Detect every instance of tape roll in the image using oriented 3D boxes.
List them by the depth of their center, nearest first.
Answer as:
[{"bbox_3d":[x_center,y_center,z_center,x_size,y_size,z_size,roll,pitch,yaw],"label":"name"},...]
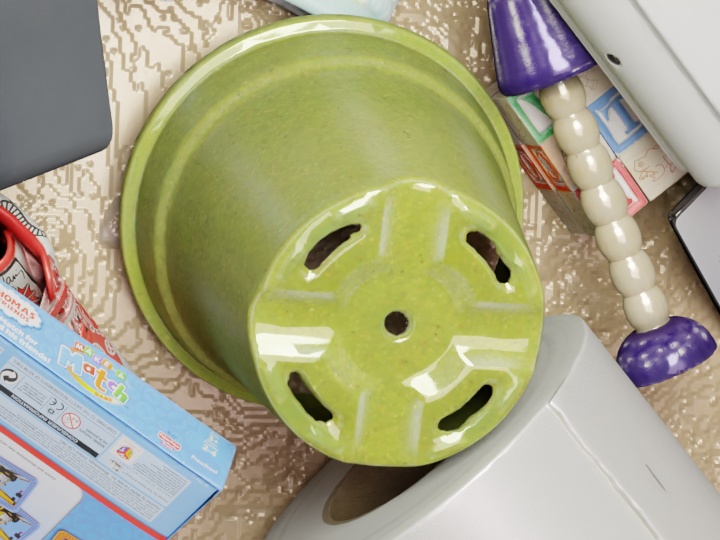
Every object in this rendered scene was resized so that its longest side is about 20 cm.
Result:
[{"bbox_3d":[0.066,0.135,1.362,0.203,0.203,0.139,-41,100,-8],"label":"tape roll"}]

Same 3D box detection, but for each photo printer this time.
[{"bbox_3d":[0.155,-0.165,1.334,0.200,0.069,0.166,51,63,-24],"label":"photo printer"}]

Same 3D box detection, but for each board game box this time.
[{"bbox_3d":[-0.175,0.103,1.327,0.151,0.037,0.200,36,124,-13],"label":"board game box"}]

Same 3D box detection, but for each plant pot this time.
[{"bbox_3d":[0.000,0.000,1.325,0.200,0.184,0.201,-4,108,-11],"label":"plant pot"}]

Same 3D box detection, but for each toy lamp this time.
[{"bbox_3d":[0.112,-0.046,1.376,0.058,0.058,0.200,-26,102,-11],"label":"toy lamp"}]

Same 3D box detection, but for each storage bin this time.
[{"bbox_3d":[-0.207,-0.071,1.249,0.134,0.200,0.146,-18,105,-50],"label":"storage bin"}]

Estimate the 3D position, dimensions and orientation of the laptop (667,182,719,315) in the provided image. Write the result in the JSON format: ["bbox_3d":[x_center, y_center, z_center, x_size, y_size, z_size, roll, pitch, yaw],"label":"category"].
[{"bbox_3d":[0.281,-0.014,1.444,0.187,0.116,0.200,-45,141,-7],"label":"laptop"}]

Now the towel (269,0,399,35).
[{"bbox_3d":[-0.043,-0.224,1.391,0.200,0.048,0.171,27,88,-14],"label":"towel"}]

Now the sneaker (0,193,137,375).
[{"bbox_3d":[-0.150,0.039,1.351,0.067,0.108,0.201,-37,101,-9],"label":"sneaker"}]

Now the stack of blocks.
[{"bbox_3d":[0.157,-0.122,1.439,0.200,0.059,0.115,-38,101,-8],"label":"stack of blocks"}]
